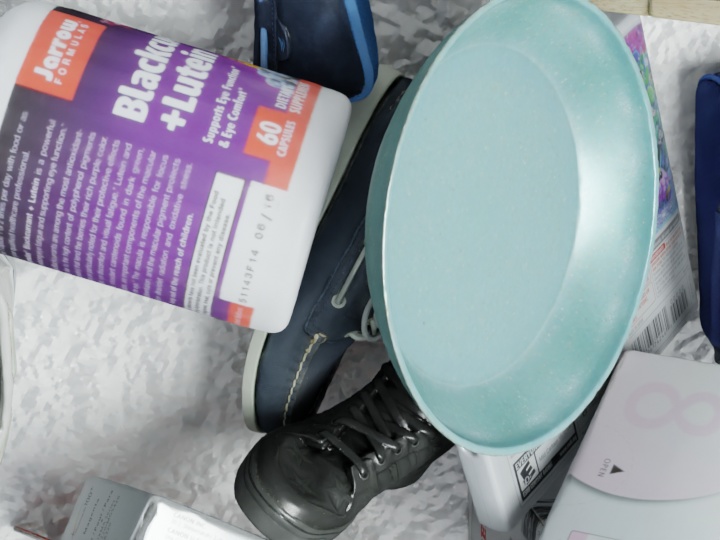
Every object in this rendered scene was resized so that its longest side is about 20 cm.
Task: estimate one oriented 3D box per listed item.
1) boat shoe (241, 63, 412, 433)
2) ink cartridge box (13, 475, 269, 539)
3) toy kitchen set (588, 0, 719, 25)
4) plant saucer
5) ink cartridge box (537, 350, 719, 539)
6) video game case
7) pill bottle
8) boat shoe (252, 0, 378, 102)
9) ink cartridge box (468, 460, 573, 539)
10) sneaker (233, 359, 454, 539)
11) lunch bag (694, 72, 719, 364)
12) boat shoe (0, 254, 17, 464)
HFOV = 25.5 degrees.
[{"bbox_3d":[0.000,0.000,0.784,0.062,0.075,0.200,25,102,13],"label":"boat shoe"},{"bbox_3d":[-0.058,0.157,0.808,0.200,0.174,0.044,27,78,-25],"label":"ink cartridge box"},{"bbox_3d":[0.180,-0.206,0.745,0.200,0.180,0.163,-16,115,-53],"label":"toy kitchen set"},{"bbox_3d":[0.062,-0.022,0.685,0.200,0.036,0.200,-13,107,-48],"label":"plant saucer"},{"bbox_3d":[0.190,0.119,0.718,0.200,0.163,0.057,5,132,29],"label":"ink cartridge box"},{"bbox_3d":[0.098,-0.004,0.777,0.200,0.024,0.182,-42,126,-37],"label":"video game case"},{"bbox_3d":[-0.113,-0.052,0.692,0.200,0.111,0.112,17,110,-2],"label":"pill bottle"},{"bbox_3d":[-0.045,-0.162,0.689,0.069,0.084,0.200,-11,107,9],"label":"boat shoe"},{"bbox_3d":[0.129,0.188,0.841,0.084,0.200,0.146,-8,117,-15],"label":"ink cartridge box"},{"bbox_3d":[0.022,0.066,0.782,0.060,0.200,0.104,47,115,15],"label":"sneaker"},{"bbox_3d":[0.240,-0.012,0.813,0.132,0.136,0.200,-12,118,-9],"label":"lunch bag"},{"bbox_3d":[-0.203,0.080,0.771,0.072,0.066,0.200,13,110,-21],"label":"boat shoe"}]
